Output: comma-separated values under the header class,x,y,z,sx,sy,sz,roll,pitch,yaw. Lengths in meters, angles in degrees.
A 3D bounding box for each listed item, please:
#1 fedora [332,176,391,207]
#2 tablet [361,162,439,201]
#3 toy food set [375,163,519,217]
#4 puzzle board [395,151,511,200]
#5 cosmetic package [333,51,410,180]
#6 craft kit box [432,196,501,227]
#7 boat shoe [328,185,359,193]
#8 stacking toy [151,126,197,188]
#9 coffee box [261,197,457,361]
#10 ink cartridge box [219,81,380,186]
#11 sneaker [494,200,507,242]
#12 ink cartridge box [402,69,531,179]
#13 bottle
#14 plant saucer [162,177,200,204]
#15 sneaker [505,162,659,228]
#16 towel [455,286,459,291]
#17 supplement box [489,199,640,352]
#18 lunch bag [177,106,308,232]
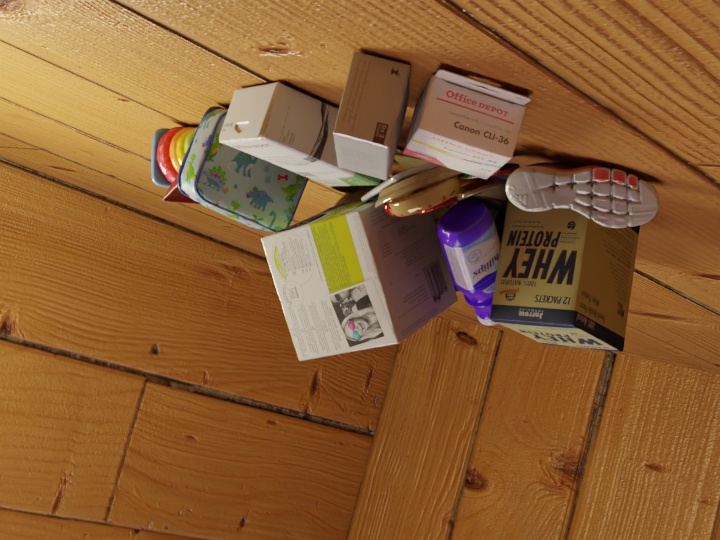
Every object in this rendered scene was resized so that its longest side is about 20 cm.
class,x,y,z,sx,sy,sz,roll,pitch,yaw
fedora,0.018,-0.066,1.929,0.082,0.201,0.200,44,-171,30
tablet,0.078,-0.134,1.585,0.129,0.014,0.200,-20,179,-13
toy food set,0.114,-0.114,1.532,0.196,0.049,0.200,-20,180,-17
puzzle board,0.156,-0.144,1.714,0.197,0.018,0.151,13,172,23
cosmetic package,0.014,-0.180,1.351,0.073,0.103,0.200,14,173,4
craft kit box,0.137,-0.056,1.876,0.196,0.049,0.199,-31,153,30
boat shoe,-0.069,-0.184,1.756,0.073,0.075,0.199,27,177,44
stacking toy,-0.271,-0.208,1.953,0.115,0.112,0.199,9,168,-36
coffee box,0.000,0.000,1.732,0.196,0.203,0.199,-13,-171,35
ink cartridge box,-0.078,-0.188,1.596,0.198,0.086,0.145,20,173,-32
sneaker,0.223,-0.048,1.786,0.075,0.115,0.200,30,-178,-8
ink cartridge box,0.121,-0.168,1.323,0.115,0.068,0.200,16,174,-2
bottle,0.171,-0.005,1.644,0.065,0.083,0.202,31,151,45
plant saucer,-0.212,-0.167,1.927,0.198,0.037,0.199,1,158,-36
sneaker,0.292,-0.112,1.481,0.197,0.078,0.082,11,-157,9
towel,0.099,0.015,1.893,0.198,0.050,0.147,-12,170,30
supplement box,0.303,-0.002,1.655,0.133,0.203,0.199,3,168,35
lunch bag,-0.178,-0.160,1.784,0.198,0.163,0.082,23,176,-37
